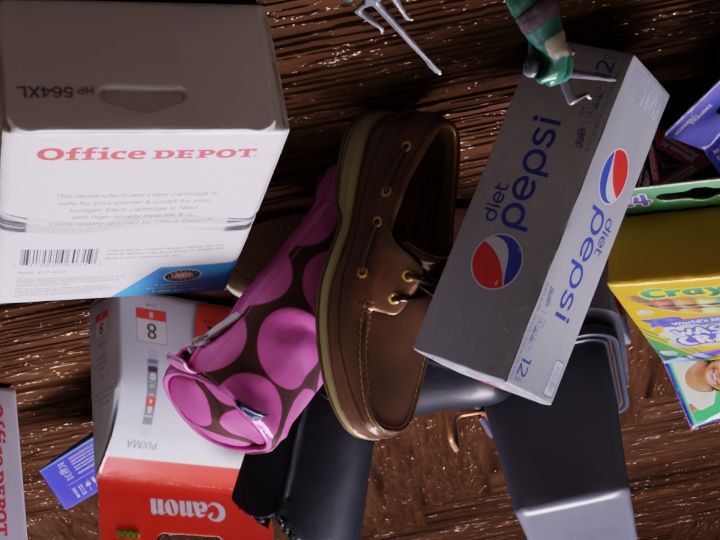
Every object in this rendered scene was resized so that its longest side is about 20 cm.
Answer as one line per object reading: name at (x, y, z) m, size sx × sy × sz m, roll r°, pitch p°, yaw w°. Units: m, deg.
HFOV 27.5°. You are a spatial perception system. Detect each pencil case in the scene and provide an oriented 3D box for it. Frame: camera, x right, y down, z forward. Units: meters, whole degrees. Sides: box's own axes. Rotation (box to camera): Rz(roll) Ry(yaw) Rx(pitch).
pencil case at (-0.038, 0.017, 0.922) m, size 0.091 × 0.200 × 0.094 m, roll -1°, pitch 135°, yaw 48°

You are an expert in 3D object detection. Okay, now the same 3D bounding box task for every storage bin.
storage bin at (0.142, 0.134, 1.103) m, size 0.145 × 0.135 × 0.200 m, roll -13°, pitch 153°, yaw 7°

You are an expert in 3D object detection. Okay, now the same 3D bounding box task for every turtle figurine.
turtle figurine at (0.037, -0.152, 0.690) m, size 0.200 × 0.101 × 0.150 m, roll 17°, pitch -175°, yaw -42°

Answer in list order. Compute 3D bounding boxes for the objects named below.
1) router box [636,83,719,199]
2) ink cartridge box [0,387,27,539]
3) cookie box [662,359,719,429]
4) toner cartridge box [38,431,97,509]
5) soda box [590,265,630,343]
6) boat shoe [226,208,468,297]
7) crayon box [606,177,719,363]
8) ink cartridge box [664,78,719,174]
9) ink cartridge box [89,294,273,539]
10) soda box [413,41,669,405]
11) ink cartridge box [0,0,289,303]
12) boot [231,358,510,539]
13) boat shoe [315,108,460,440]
router box at (0.277, -0.062, 0.979) m, size 0.199 × 0.062 × 0.150 m, roll -7°, pitch 150°, yaw -1°
ink cartridge box at (-0.369, 0.163, 1.145) m, size 0.200 × 0.146 × 0.084 m, roll 8°, pitch 149°, yaw -35°
cookie box at (0.342, 0.030, 1.120) m, size 0.200 × 0.075 × 0.171 m, roll -22°, pitch -171°, yaw 24°
toner cartridge box at (-0.173, 0.128, 1.216) m, size 0.200 × 0.043 × 0.095 m, roll -32°, pitch -176°, yaw 39°
soda box at (0.104, 0.047, 1.156) m, size 0.200 × 0.064 × 0.068 m, roll -18°, pitch 155°, yaw 16°
boat shoe at (0.000, 0.000, 1.028) m, size 0.199 × 0.072 × 0.065 m, roll -8°, pitch 154°, yaw -13°
crayon box at (0.232, 0.004, 0.932) m, size 0.125 × 0.052 × 0.200 m, roll -6°, pitch 157°, yaw 23°
ink cartridge box at (0.288, -0.072, 0.880) m, size 0.200 × 0.037 × 0.095 m, roll 17°, pitch 136°, yaw -27°
ink cartridge box at (-0.119, 0.121, 1.084) m, size 0.162 × 0.201 × 0.050 m, roll 12°, pitch 150°, yaw -40°
soda box at (0.106, -0.030, 0.854) m, size 0.068 × 0.200 × 0.063 m, roll 18°, pitch 174°, yaw 36°
ink cartridge box at (-0.134, -0.062, 0.826) m, size 0.146 × 0.085 × 0.200 m, roll -2°, pitch 154°, yaw -18°
boot at (0.009, 0.118, 1.039) m, size 0.200 × 0.169 × 0.076 m, roll 12°, pitch -174°, yaw 24°
boat shoe at (0.022, 0.001, 0.873) m, size 0.067 × 0.201 × 0.072 m, roll 0°, pitch 172°, yaw 45°
